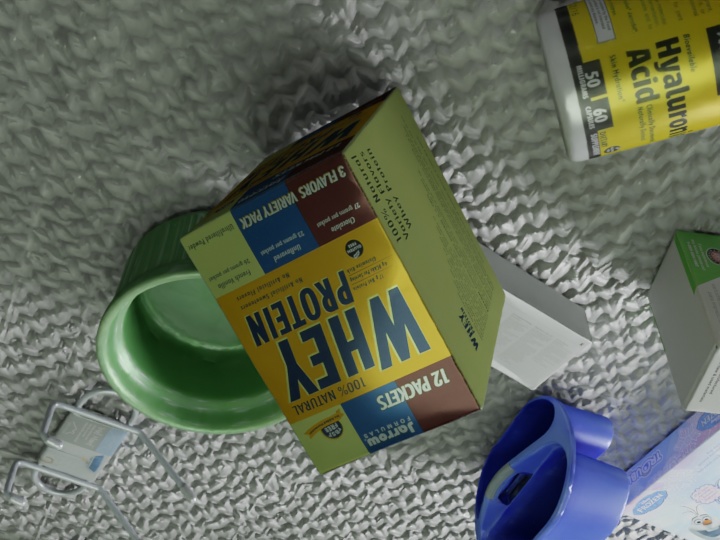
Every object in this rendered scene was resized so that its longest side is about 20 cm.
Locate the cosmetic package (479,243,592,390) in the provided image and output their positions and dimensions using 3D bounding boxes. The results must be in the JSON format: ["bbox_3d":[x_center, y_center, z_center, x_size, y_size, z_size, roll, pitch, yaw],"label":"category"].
[{"bbox_3d":[0.110,0.029,0.943,0.198,0.051,0.082,30,127,-24],"label":"cosmetic package"}]

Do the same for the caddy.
[{"bbox_3d":[0.180,0.221,1.055,0.103,0.143,0.201,14,130,-17],"label":"caddy"}]

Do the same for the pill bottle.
[{"bbox_3d":[0.232,-0.156,0.740,0.197,0.112,0.112,-15,131,12],"label":"pill bottle"}]

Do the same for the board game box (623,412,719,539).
[{"bbox_3d":[0.412,0.224,1.123,0.197,0.044,0.201,23,128,-20],"label":"board game box"}]

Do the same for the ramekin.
[{"bbox_3d":[-0.128,0.044,0.923,0.196,0.099,0.202,0,132,0],"label":"ramekin"}]

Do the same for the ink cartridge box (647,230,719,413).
[{"bbox_3d":[0.369,0.052,0.901,0.196,0.147,0.085,6,131,-6],"label":"ink cartridge box"}]

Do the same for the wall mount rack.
[{"bbox_3d":[-0.271,0.217,1.092,0.172,0.075,0.200,25,128,-21],"label":"wall mount rack"}]

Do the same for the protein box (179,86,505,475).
[{"bbox_3d":[0.000,0.000,0.776,0.133,0.200,0.200,-25,104,20],"label":"protein box"}]
